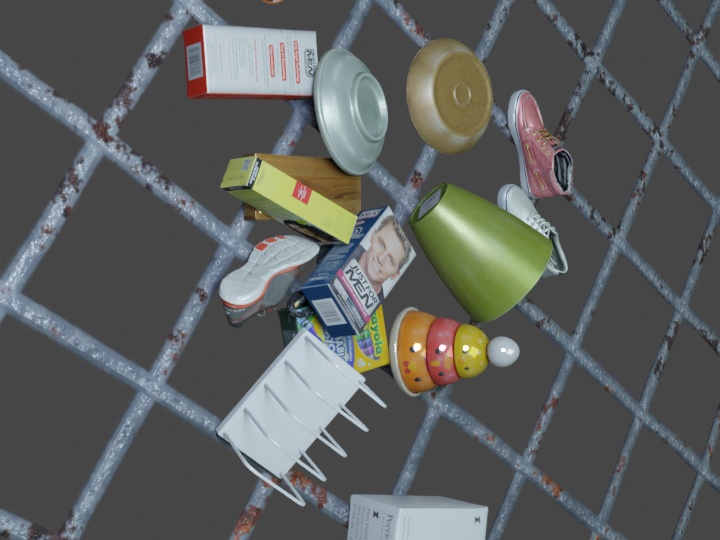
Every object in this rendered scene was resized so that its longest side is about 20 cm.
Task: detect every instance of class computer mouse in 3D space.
[{"bbox_3d":[-0.054,0.007,1.730,0.059,0.034,0.200,49,41,-13],"label":"computer mouse"}]

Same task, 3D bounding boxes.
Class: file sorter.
[{"bbox_3d":[-0.080,0.217,1.650,0.200,0.125,0.139,-50,122,-3],"label":"file sorter"}]

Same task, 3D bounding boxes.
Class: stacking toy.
[{"bbox_3d":[0.157,0.127,1.817,0.146,0.200,0.146,18,70,-62],"label":"stacking toy"}]

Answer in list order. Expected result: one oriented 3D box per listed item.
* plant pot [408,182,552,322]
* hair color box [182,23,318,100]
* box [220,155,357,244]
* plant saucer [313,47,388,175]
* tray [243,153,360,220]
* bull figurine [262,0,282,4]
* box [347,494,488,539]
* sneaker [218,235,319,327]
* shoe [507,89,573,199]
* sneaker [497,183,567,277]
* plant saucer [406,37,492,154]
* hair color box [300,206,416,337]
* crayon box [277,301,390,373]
[{"bbox_3d":[0.182,-0.047,1.886,0.200,0.187,0.187,41,65,-15],"label":"plant pot"},{"bbox_3d":[-0.158,-0.304,1.667,0.200,0.061,0.102,-5,92,-38],"label":"hair color box"},{"bbox_3d":[-0.103,-0.099,1.659,0.200,0.075,0.050,30,72,-34],"label":"box"},{"bbox_3d":[-0.002,-0.248,1.753,0.200,0.050,0.200,22,64,-59],"label":"plant saucer"},{"bbox_3d":[-0.086,-0.125,1.741,0.200,0.037,0.099,-1,91,-40],"label":"tray"},{"bbox_3d":[-0.146,-0.494,1.664,0.121,0.065,0.200,-29,120,-1],"label":"bull figurine"},{"bbox_3d":[0.086,0.468,1.820,0.200,0.131,0.199,10,83,-39],"label":"box"},{"bbox_3d":[-0.139,0.016,1.692,0.200,0.077,0.082,-36,143,-40],"label":"sneaker"},{"bbox_3d":[0.328,-0.229,2.039,0.071,0.091,0.200,-16,100,-38],"label":"shoe"},{"bbox_3d":[0.317,-0.074,2.043,0.073,0.071,0.200,-49,118,-28],"label":"sneaker"},{"bbox_3d":[0.164,-0.300,1.943,0.200,0.035,0.201,-1,91,-39],"label":"plant saucer"},{"bbox_3d":[0.000,0.000,1.729,0.100,0.060,0.200,59,45,-25],"label":"hair color box"},{"bbox_3d":[-0.027,0.100,1.779,0.200,0.052,0.126,-15,99,-38],"label":"crayon box"}]
